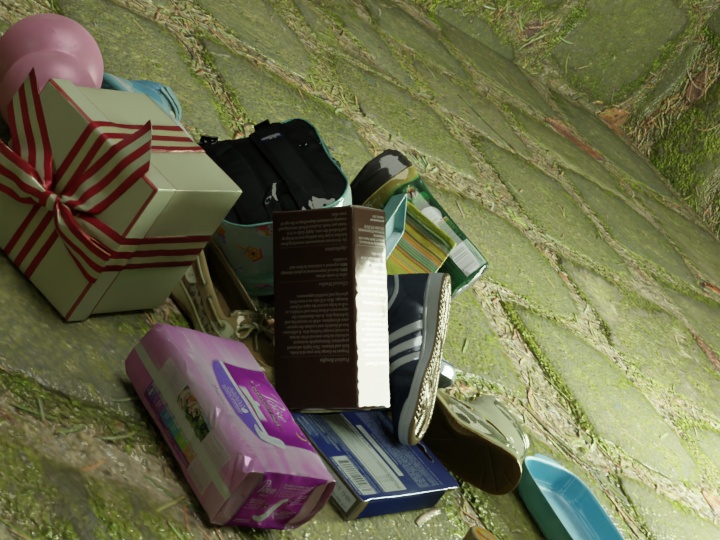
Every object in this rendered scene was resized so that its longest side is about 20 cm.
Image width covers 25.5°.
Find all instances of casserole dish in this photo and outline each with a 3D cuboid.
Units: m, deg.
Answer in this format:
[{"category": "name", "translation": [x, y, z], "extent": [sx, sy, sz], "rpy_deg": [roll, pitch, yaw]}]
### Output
[{"category": "casserole dish", "translation": [0.243, 0.291, 1.811], "extent": [0.121, 0.039, 0.200], "rpy_deg": [23, 23, -39]}]

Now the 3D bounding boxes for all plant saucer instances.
[{"category": "plant saucer", "translation": [0.000, 0.000, 1.753], "extent": [0.019, 0.070, 0.201], "rpy_deg": [23, 54, 15]}]

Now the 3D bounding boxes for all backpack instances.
[{"category": "backpack", "translation": [-0.096, -0.062, 1.750], "extent": [0.174, 0.155, 0.200], "rpy_deg": [-15, 28, -18]}]

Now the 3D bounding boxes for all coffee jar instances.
[{"category": "coffee jar", "translation": [0.065, -0.051, 1.994], "extent": [0.085, 0.104, 0.201], "rpy_deg": [-34, 83, -30]}]

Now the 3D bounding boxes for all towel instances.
[{"category": "towel", "translation": [0.032, 0.012, 1.891], "extent": [0.086, 0.201, 0.018], "rpy_deg": [37, -27, 0]}]

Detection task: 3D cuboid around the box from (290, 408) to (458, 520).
[{"category": "box", "translation": [0.011, 0.193, 1.611], "extent": [0.121, 0.032, 0.199], "rpy_deg": [48, 22, 25]}]

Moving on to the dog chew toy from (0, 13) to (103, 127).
[{"category": "dog chew toy", "translation": [-0.341, -0.193, 1.739], "extent": [0.124, 0.125, 0.201], "rpy_deg": [27, 29, -30]}]

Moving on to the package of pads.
[{"category": "package of pads", "translation": [-0.118, 0.139, 1.426], "extent": [0.120, 0.076, 0.200], "rpy_deg": [15, 29, -47]}]

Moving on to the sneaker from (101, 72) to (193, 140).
[{"category": "sneaker", "translation": [-0.237, -0.170, 1.933], "extent": [0.200, 0.080, 0.130], "rpy_deg": [44, 20, 14]}]

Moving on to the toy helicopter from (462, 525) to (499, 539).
[{"category": "toy helicopter", "translation": [0.179, 0.323, 1.557], "extent": [0.200, 0.079, 0.132], "rpy_deg": [44, 18, 29]}]

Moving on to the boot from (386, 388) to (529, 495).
[{"category": "boot", "translation": [0.101, 0.165, 1.789], "extent": [0.199, 0.072, 0.155], "rpy_deg": [34, 14, 5]}]

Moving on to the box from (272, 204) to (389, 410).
[{"category": "box", "translation": [-0.029, 0.039, 1.593], "extent": [0.099, 0.202, 0.075], "rpy_deg": [-3, -5, 32]}]

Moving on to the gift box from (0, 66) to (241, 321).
[{"category": "gift box", "translation": [-0.248, -0.083, 1.527], "extent": [0.184, 0.201, 0.186], "rpy_deg": [39, 19, 19]}]

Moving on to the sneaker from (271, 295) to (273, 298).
[{"category": "sneaker", "translation": [-0.076, -0.014, 1.867], "extent": [0.074, 0.079, 0.201], "rpy_deg": [35, 20, -15]}]

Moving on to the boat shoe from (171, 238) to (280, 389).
[{"category": "boat shoe", "translation": [-0.136, 0.043, 1.641], "extent": [0.200, 0.063, 0.073], "rpy_deg": [49, 21, 28]}]

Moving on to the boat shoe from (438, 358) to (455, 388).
[{"category": "boat shoe", "translation": [0.024, 0.068, 1.809], "extent": [0.200, 0.075, 0.087], "rpy_deg": [20, 64, -19]}]

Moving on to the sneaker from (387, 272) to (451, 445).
[{"category": "sneaker", "translation": [0.030, 0.090, 1.696], "extent": [0.107, 0.202, 0.070], "rpy_deg": [5, -30, 12]}]
